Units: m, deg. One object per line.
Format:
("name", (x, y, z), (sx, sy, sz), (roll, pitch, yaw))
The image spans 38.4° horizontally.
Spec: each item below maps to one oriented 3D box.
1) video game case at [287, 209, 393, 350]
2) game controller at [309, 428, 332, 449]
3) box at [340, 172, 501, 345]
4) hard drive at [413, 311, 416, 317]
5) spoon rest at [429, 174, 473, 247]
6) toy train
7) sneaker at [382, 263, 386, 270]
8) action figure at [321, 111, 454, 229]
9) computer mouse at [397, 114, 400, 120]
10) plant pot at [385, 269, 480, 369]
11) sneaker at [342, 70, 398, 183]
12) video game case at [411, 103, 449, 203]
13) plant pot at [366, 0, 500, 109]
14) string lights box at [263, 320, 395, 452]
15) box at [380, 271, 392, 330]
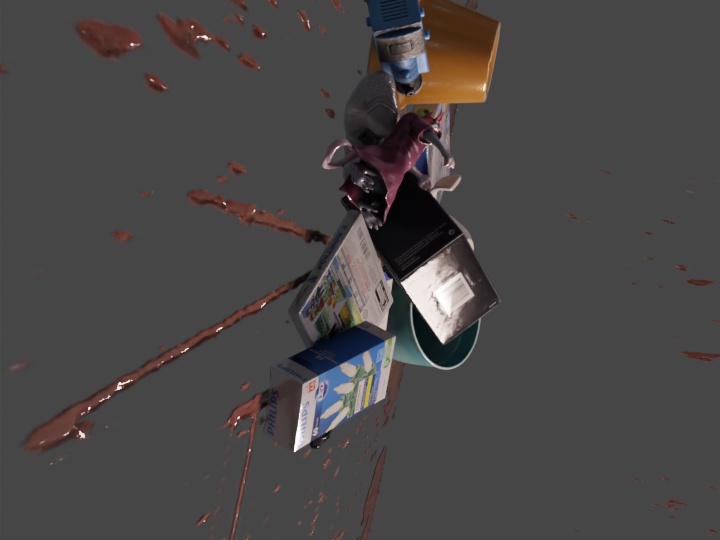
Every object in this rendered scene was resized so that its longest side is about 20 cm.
("video game case", (-0.022, 0.048, 1.439), (0.183, 0.022, 0.201), (-59, 148, -29))
("game controller", (-0.056, 0.213, 1.767), (0.200, 0.042, 0.105), (-66, 152, -60))
("box", (0.093, -0.031, 1.573), (0.199, 0.123, 0.200), (54, 0, 39))
("hard drive", (0.073, 0.051, 2.053), (0.140, 0.037, 0.201), (99, -26, -51))
("spoon rest", (0.150, -0.072, 1.749), (0.099, 0.060, 0.202), (-49, 140, -39))
("toy train", (0.053, -0.323, 1.430), (0.200, 0.086, 0.116), (71, 11, -65))
("sneaker", (0.051, -0.036, 1.786), (0.200, 0.088, 0.075), (135, -58, -67))
("action figure", (0.045, -0.158, 1.409), (0.201, 0.148, 0.134), (-55, -176, -31))
("computer mouse", (0.055, -0.235, 1.719), (0.200, 0.043, 0.111), (-35, 108, -78))
("plant pot", (0.083, 0.073, 1.848), (0.199, 0.187, 0.203), (3, 86, -47))
("sneaker", (0.018, -0.219, 1.496), (0.114, 0.075, 0.201), (-75, 176, -48))
("video game case", (0.117, -0.201, 1.785), (0.182, 0.045, 0.202), (-66, 158, -48))
("plant pot", (0.119, -0.343, 1.619), (0.200, 0.181, 0.203), (12, 90, -83))
("string lights box", (-0.040, 0.149, 1.372), (0.199, 0.059, 0.104), (-24, 130, -49))
("box", (-0.009, 0.084, 1.665), (0.118, 0.041, 0.202), (-26, 136, -36))
